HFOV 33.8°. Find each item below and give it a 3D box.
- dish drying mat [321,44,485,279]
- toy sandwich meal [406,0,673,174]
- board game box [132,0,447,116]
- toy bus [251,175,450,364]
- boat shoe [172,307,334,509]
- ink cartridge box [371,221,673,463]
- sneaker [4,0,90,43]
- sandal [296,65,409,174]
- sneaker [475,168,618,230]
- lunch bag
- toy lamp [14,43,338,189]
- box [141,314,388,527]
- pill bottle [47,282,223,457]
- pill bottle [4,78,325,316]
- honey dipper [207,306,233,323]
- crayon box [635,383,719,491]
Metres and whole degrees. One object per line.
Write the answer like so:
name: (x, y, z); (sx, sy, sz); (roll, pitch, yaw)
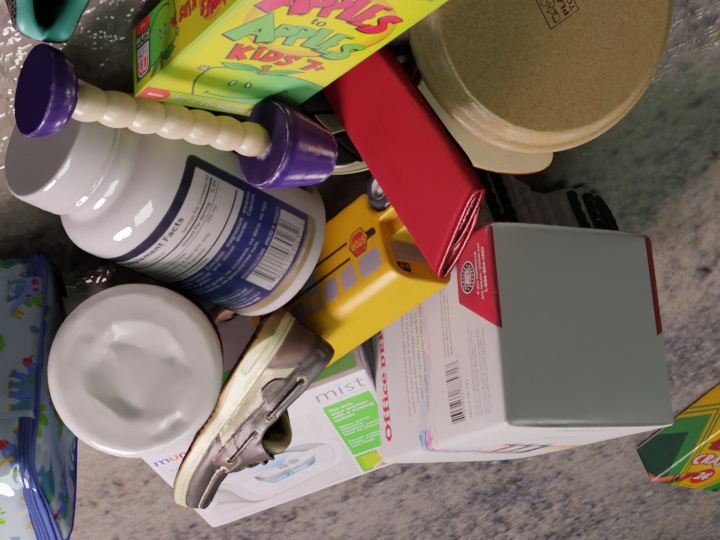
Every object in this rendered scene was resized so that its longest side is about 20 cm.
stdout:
dish drying mat: (0.016, -0.093, 0.717); (0.018, 0.200, 0.077); (-12, 144, -28)
toy sandwich meal: (0.105, -0.161, 0.747); (0.205, 0.070, 0.206); (-4, 102, -20)
board game box: (-0.045, -0.147, 0.676); (0.101, 0.048, 0.200); (6, 164, -32)
toy bus: (0.000, 0.000, 0.871); (0.065, 0.078, 0.200); (10, 146, -40)
boat shoe: (-0.082, 0.117, 0.883); (0.065, 0.073, 0.200); (30, 125, 1)
ink cartridge box: (0.113, 0.063, 0.907); (0.144, 0.146, 0.200); (3, 164, -25)
sneaker: (-0.137, -0.199, 0.608); (0.077, 0.091, 0.200); (7, 136, -31)
sandal: (0.035, -0.105, 0.816); (0.200, 0.080, 0.057); (-13, 157, -8)
sneaker: (0.116, -0.033, 0.946); (0.200, 0.075, 0.081); (14, 141, -35)
lunch bag: (-0.248, 0.099, 0.846); (0.082, 0.200, 0.161); (-4, 140, -7)
toy lamp: (-0.100, -0.085, 0.699); (0.200, 0.058, 0.058); (10, 135, -38)
box: (-0.077, 0.120, 1.033); (0.200, 0.097, 0.177); (-20, 145, 3)
pill bottle: (-0.152, 0.064, 0.838); (0.111, 0.111, 0.200); (-14, -179, -6)
pill bottle: (-0.127, -0.050, 0.784); (0.111, 0.111, 0.200); (-38, 138, 24)
honey dipper: (-0.086, 0.018, 0.950); (0.200, 0.038, 0.038); (-30, 142, 11)
crayon box: (0.431, 0.177, 1.356); (0.127, 0.051, 0.200); (14, 132, -35)
